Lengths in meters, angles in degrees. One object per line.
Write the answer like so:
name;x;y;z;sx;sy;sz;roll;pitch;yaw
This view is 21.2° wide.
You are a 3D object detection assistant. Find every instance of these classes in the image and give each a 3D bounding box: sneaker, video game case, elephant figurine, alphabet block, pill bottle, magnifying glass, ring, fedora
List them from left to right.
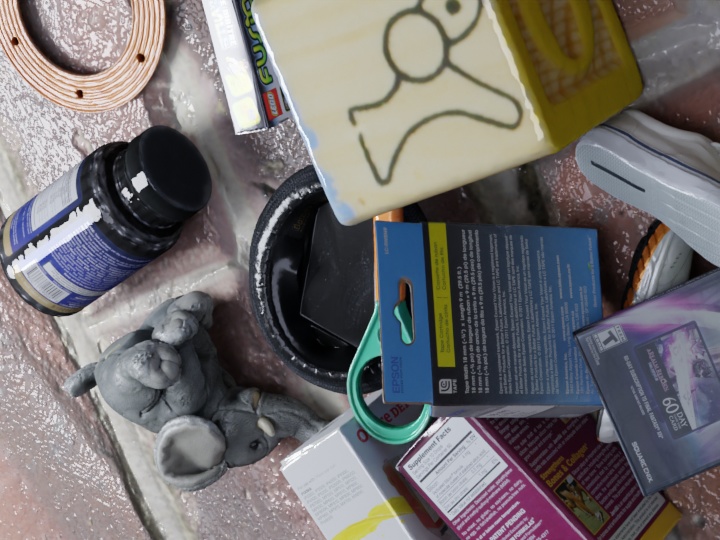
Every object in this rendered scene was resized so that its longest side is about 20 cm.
ring;-0.256;-0.243;1.740;0.199;0.019;0.203;11;114;26
pill bottle;-0.230;-0.047;1.741;0.199;0.112;0.112;-31;91;35
elephant figurine;-0.139;0.132;1.754;0.201;0.141;0.155;53;155;-16
fedora;0.000;0.000;1.635;0.199;0.091;0.203;8;107;27
magnifying glass;0.025;0.045;1.567;0.079;0.022;0.202;6;106;26
alphabet block;0.069;-0.171;1.470;0.199;0.196;0.197;-18;100;33
sneaker;0.251;0.050;1.533;0.091;0.076;0.202;13;113;2
sneaker;0.259;-0.067;1.458;0.199;0.071;0.073;36;153;25
video game case;0.283;0.072;1.486;0.198;0.019;0.144;-24;100;8

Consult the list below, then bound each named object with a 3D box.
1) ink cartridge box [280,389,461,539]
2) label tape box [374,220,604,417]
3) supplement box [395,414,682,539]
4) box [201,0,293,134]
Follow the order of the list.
ink cartridge box;0.042;0.207;1.656;0.083;0.145;0.201;-36;89;34
label tape box;0.093;0.040;1.510;0.063;0.198;0.146;152;118;-64
supplement box;0.149;0.184;1.595;0.200;0.131;0.103;48;125;8
box;-0.087;-0.225;1.593;0.034;0.110;0.202;-6;105;31
